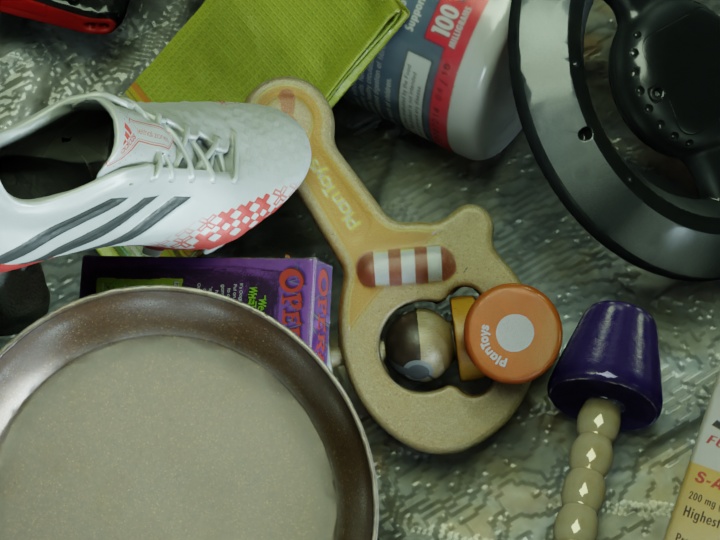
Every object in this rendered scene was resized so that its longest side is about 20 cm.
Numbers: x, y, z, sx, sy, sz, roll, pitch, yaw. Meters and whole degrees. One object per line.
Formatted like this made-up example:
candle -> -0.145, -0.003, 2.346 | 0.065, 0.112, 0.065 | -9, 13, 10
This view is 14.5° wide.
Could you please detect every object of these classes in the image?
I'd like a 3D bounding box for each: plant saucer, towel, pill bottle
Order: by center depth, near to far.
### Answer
plant saucer -> -0.090, 0.108, 1.253 | 0.199, 0.032, 0.202 | 0, 82, 3
towel -> -0.069, -0.082, 1.385 | 0.086, 0.018, 0.200 | 46, 107, 12
pill bottle -> 0.001, -0.149, 1.428 | 0.199, 0.120, 0.120 | 26, 66, 17

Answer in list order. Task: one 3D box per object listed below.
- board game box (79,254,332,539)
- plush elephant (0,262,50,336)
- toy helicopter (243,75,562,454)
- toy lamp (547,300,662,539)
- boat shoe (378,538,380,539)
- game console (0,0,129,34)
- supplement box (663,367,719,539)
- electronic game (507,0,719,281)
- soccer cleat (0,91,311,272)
board game box -> -0.077, 0.094, 1.297 | 0.119, 0.032, 0.202 | 1, 82, 23
plush elephant -> -0.220, 0.050, 1.310 | 0.199, 0.155, 0.165 | 17, 63, 14
toy helicopter -> 0.000, 0.000, 1.344 | 0.132, 0.079, 0.201 | -35, 87, 2
toy lamp -> 0.102, 0.109, 1.314 | 0.058, 0.058, 0.201 | 12, 64, 10
boat shoe -> 0.016, 0.183, 1.274 | 0.060, 0.076, 0.201 | 3, 46, -28
game console -> -0.182, -0.227, 1.498 | 0.176, 0.031, 0.201 | 16, 64, 3
supplement box -> 0.205, 0.110, 1.243 | 0.125, 0.073, 0.201 | 18, 94, 17
electronic game -> 0.154, -0.094, 1.377 | 0.199, 0.042, 0.202 | 9, 74, -32
soccer cleat -> -0.101, -0.047, 1.256 | 0.199, 0.085, 0.069 | -12, 62, -31
